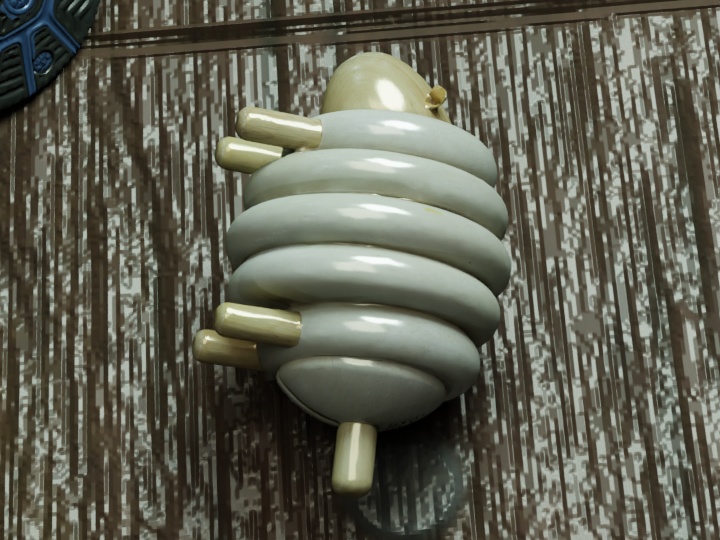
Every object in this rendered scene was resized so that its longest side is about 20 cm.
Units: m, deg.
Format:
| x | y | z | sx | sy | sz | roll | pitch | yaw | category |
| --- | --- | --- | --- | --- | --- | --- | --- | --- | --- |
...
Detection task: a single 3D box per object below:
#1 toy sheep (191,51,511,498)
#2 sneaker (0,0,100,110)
| x | y | z | sx | sy | sz | roll | pitch | yaw | category |
| --- | --- | --- | --- | --- | --- | --- | --- | --- | --- |
| 0.000 | 0.000 | 1.017 | 0.138 | 0.138 | 0.200 | 5 | 77 | 7 | toy sheep |
| -0.168 | -0.159 | 1.150 | 0.077 | 0.076 | 0.200 | 19 | 67 | 33 | sneaker |
